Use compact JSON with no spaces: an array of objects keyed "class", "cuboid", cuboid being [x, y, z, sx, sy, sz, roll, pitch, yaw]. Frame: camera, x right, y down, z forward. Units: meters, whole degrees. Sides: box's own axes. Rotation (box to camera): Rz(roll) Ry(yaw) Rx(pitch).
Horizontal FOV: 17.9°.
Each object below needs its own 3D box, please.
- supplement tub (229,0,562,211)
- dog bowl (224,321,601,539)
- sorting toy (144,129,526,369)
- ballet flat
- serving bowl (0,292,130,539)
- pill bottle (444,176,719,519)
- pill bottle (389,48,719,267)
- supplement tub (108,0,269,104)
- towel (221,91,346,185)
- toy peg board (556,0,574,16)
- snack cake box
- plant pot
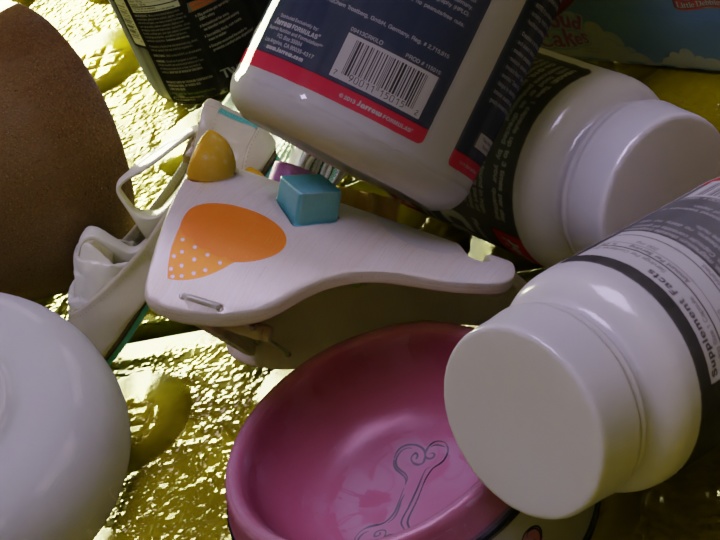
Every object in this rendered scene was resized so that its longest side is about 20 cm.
[{"class":"supplement tub","cuboid":[0.031,-0.146,1.200,0.140,0.140,0.201,26,89,48]},{"class":"dog bowl","cuboid":[0.018,0.107,1.166,0.199,0.074,0.201,-16,36,12]},{"class":"sorting toy","cuboid":[0.000,0.000,1.232,0.179,0.200,0.108,10,83,10]},{"class":"ballet flat","cuboid":[-0.130,-0.020,1.358,0.200,0.069,0.070,-49,32,15]},{"class":"serving bowl","cuboid":[-0.232,0.090,1.282,0.198,0.066,0.201,-3,57,5]},{"class":"pill bottle","cuboid":[0.139,0.037,1.098,0.113,0.115,0.199,14,30,42]},{"class":"pill bottle","cuboid":[0.103,-0.065,1.289,0.114,0.114,0.200,-39,37,-20]},{"class":"supplement tub","cuboid":[-0.126,-0.225,1.572,0.122,0.201,0.123,-16,35,11]},{"class":"towel","cuboid":[-0.064,-0.071,1.417,0.150,0.031,0.200,-54,26,24]},{"class":"toy peg board","cuboid":[0.058,-0.190,1.359,0.199,0.200,0.098,-41,64,11]},{"class":"snack cake box","cuboid":[0.185,-0.191,1.457,0.199,0.067,0.115,10,49,39]},{"class":"plant pot","cuboid":[-0.271,-0.044,1.395,0.199,0.188,0.186,-25,32,-30]}]
